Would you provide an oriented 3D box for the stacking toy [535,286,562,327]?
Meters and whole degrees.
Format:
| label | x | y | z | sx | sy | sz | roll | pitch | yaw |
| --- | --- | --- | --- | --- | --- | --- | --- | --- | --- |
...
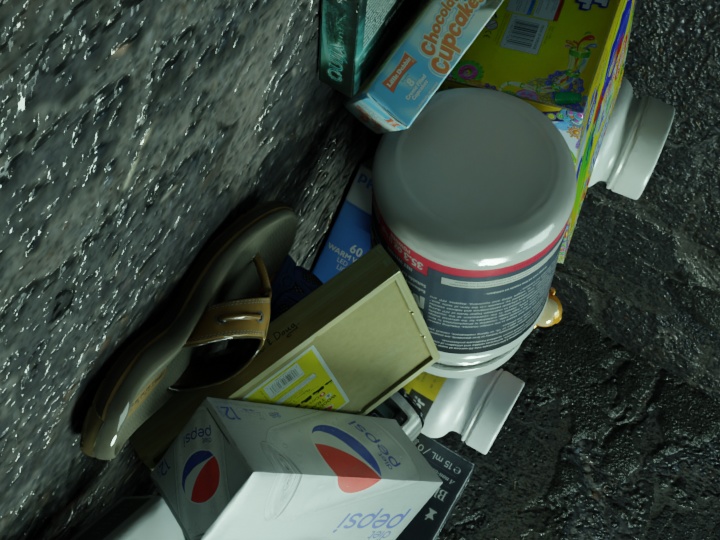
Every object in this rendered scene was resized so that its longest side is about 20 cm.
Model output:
| label | x | y | z | sx | sy | sz | roll | pitch | yaw |
| --- | --- | --- | --- | --- | --- | --- | --- | --- | --- |
| stacking toy | 0.106 | -0.002 | 1.163 | 0.117 | 0.198 | 0.110 | -62 | 170 | 15 |

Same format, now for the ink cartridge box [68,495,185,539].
| label | x | y | z | sx | sy | sz | roll | pitch | yaw |
| --- | --- | --- | --- | --- | --- | --- | --- | --- | --- |
| ink cartridge box | -0.152 | 0.252 | 0.677 | 0.200 | 0.043 | 0.176 | -37 | 116 | -56 |

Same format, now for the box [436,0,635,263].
| label | x | y | z | sx | sy | sz | roll | pitch | yaw |
| --- | --- | --- | --- | --- | --- | --- | --- | --- | --- |
| box | 0.139 | -0.152 | 0.965 | 0.194 | 0.120 | 0.202 | 83 | 26 | -58 |

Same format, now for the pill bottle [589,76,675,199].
| label | x | y | z | sx | sy | sz | roll | pitch | yaw |
| --- | --- | --- | --- | --- | --- | --- | --- | --- | --- |
| pill bottle | 0.196 | -0.150 | 1.171 | 0.114 | 0.197 | 0.116 | 22 | 90 | -84 |

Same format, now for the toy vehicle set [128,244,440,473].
| label | x | y | z | sx | sy | sz | roll | pitch | yaw |
| --- | --- | --- | --- | --- | --- | --- | --- | --- | --- |
| toy vehicle set | -0.044 | 0.080 | 0.791 | 0.199 | 0.027 | 0.125 | -36 | 146 | -6 |

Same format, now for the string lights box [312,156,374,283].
| label | x | y | z | sx | sy | sz | roll | pitch | yaw |
| --- | --- | --- | --- | --- | --- | --- | --- | --- | --- |
| string lights box | 0.000 | 0.000 | 1.035 | 0.202 | 0.058 | 0.103 | -65 | 170 | 22 |

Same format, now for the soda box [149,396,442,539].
| label | x | y | z | sx | sy | sz | roll | pitch | yaw |
| --- | --- | --- | --- | --- | --- | --- | --- | --- | --- |
| soda box | -0.035 | 0.135 | 0.780 | 0.199 | 0.064 | 0.069 | 16 | 117 | -51 |

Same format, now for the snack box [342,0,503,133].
| label | x | y | z | sx | sy | sz | roll | pitch | yaw |
| --- | --- | --- | --- | --- | --- | --- | --- | --- | --- |
| snack box | 0.067 | -0.178 | 0.769 | 0.201 | 0.037 | 0.116 | -53 | -171 | -1 |

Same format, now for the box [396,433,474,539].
| label | x | y | z | sx | sy | sz | roll | pitch | yaw |
| --- | --- | --- | --- | --- | --- | --- | --- | --- | --- |
| box | -0.011 | 0.244 | 1.258 | 0.202 | 0.195 | 0.118 | -58 | 171 | -12 |

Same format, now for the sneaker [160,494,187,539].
| label | x | y | z | sx | sy | sz | roll | pitch | yaw |
| --- | --- | --- | --- | --- | --- | --- | --- | --- | --- |
| sneaker | -0.157 | 0.203 | 0.788 | 0.200 | 0.071 | 0.081 | -56 | 170 | -69 |

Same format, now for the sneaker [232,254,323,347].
| label | x | y | z | sx | sy | sz | roll | pitch | yaw |
| --- | --- | --- | --- | --- | --- | --- | --- | --- | --- |
| sneaker | -0.051 | 0.057 | 0.876 | 0.076 | 0.078 | 0.201 | -56 | 169 | -20 |

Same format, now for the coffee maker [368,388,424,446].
| label | x | y | z | sx | sy | sz | roll | pitch | yaw |
| --- | --- | --- | --- | --- | --- | --- | --- | --- | --- |
| coffee maker | -0.054 | 0.193 | 1.133 | 0.191 | 0.135 | 0.200 | -4 | -143 | 50 |

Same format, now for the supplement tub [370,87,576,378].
| label | x | y | z | sx | sy | sz | roll | pitch | yaw |
| --- | --- | --- | --- | --- | --- | --- | --- | --- | --- |
| supplement tub | 0.076 | -0.021 | 0.874 | 0.141 | 0.139 | 0.201 | -55 | 163 | -27 |

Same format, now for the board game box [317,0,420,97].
| label | x | y | z | sx | sy | sz | roll | pitch | yaw |
| --- | --- | --- | --- | --- | --- | --- | --- | --- | --- |
| board game box | 0.038 | -0.216 | 0.710 | 0.201 | 0.028 | 0.136 | -57 | 169 | -22 |

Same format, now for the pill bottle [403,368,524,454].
| label | x | y | z | sx | sy | sz | roll | pitch | yaw |
| --- | --- | --- | --- | --- | --- | --- | --- | --- | --- |
| pill bottle | 0.059 | 0.096 | 1.197 | 0.112 | 0.198 | 0.112 | -57 | 169 | -17 |

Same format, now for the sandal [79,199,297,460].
| label | x | y | z | sx | sy | sz | roll | pitch | yaw |
| --- | --- | --- | --- | --- | --- | --- | --- | --- | --- |
| sandal | -0.088 | 0.039 | 0.704 | 0.200 | 0.054 | 0.082 | -52 | 167 | -42 |
